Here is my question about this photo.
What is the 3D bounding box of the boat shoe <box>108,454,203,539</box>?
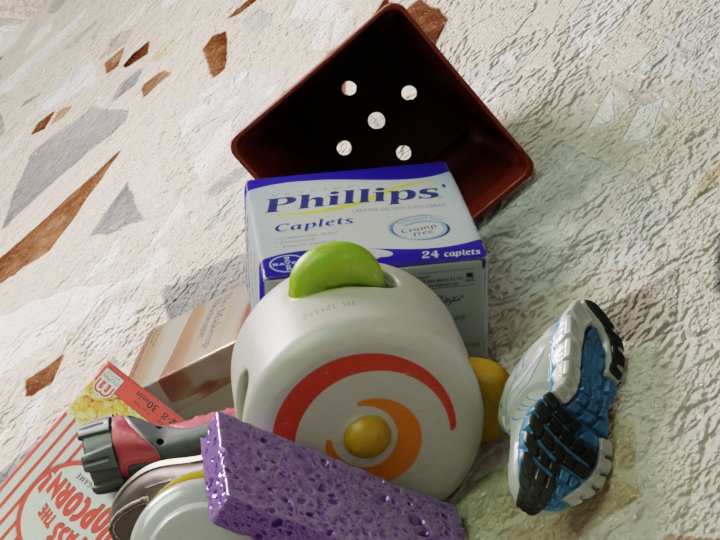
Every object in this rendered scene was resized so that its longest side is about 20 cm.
[{"bbox_3d":[-0.135,0.194,1.539,0.199,0.072,0.060,-21,29,31],"label":"boat shoe"}]

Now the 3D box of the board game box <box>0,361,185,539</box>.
[{"bbox_3d":[-0.229,0.203,1.658,0.151,0.046,0.200,34,76,23],"label":"board game box"}]

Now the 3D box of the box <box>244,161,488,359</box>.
[{"bbox_3d":[0.000,0.000,1.561,0.183,0.105,0.200,-5,26,-7],"label":"box"}]

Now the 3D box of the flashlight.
[{"bbox_3d":[-0.139,0.136,1.610,0.199,0.068,0.068,-16,-2,2],"label":"flashlight"}]

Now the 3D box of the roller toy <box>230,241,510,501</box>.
[{"bbox_3d":[-0.001,0.099,1.414,0.183,0.200,0.140,-49,22,13],"label":"roller toy"}]

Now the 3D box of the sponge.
[{"bbox_3d":[-0.014,0.169,1.306,0.030,0.199,0.112,-60,18,19],"label":"sponge"}]

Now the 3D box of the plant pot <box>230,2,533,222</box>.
[{"bbox_3d":[0.018,-0.123,1.746,0.200,0.200,0.176,-39,12,9],"label":"plant pot"}]

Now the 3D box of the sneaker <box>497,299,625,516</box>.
[{"bbox_3d":[0.131,0.110,1.341,0.087,0.075,0.200,-35,17,35],"label":"sneaker"}]

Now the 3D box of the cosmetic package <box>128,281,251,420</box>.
[{"bbox_3d":[-0.114,0.080,1.729,0.199,0.087,0.104,-26,28,33],"label":"cosmetic package"}]

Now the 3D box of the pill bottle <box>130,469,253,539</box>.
[{"bbox_3d":[-0.111,0.202,1.358,0.109,0.109,0.200,-46,0,-4],"label":"pill bottle"}]
